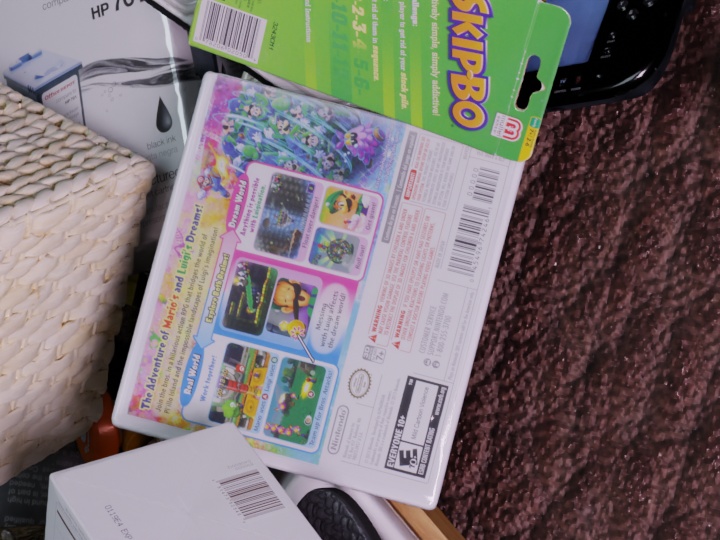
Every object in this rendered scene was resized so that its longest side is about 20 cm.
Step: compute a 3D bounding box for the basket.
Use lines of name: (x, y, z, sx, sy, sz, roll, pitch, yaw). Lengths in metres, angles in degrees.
basket: (-0.242, 0.010, 1.453, 0.160, 0.200, 0.199, 24, 116, 21)

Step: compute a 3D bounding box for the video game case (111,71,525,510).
video game case: (-0.022, 0.010, 1.420, 0.181, 0.024, 0.201, 15, 85, 3)

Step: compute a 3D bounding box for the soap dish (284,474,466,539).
soap dish: (0.014, 0.206, 1.439, 0.200, 0.081, 0.158, 48, 112, 37)

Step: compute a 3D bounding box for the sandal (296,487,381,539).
sandal: (0.021, 0.204, 1.358, 0.075, 0.045, 0.200, -41, 72, 36)

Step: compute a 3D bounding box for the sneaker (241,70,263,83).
sneaker: (-0.010, -0.143, 1.524, 0.075, 0.085, 0.201, 26, 86, 5)

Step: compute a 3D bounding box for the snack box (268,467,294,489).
snack box: (-0.076, 0.171, 1.563, 0.072, 0.024, 0.200, 48, 112, 38)

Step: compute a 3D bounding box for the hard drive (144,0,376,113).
hard drive: (-0.043, -0.181, 1.469, 0.200, 0.038, 0.140, 36, 87, 7)

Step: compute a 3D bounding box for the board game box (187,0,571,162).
board game box: (0.011, -0.133, 1.400, 0.199, 0.030, 0.096, 22, 121, 11)

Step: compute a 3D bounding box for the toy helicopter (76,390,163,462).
toy helicopter: (-0.102, 0.099, 1.514, 0.200, 0.079, 0.133, 122, 136, -60)

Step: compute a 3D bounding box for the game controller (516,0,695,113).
game controller: (0.094, -0.127, 1.447, 0.200, 0.042, 0.105, -7, 43, 41)

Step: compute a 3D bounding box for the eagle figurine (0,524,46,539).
eagle figurine: (-0.183, 0.246, 1.538, 0.151, 0.151, 0.201, -4, 88, 35)

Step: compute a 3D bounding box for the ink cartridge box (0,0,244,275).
ink cartridge box: (-0.140, -0.105, 1.554, 0.146, 0.086, 0.201, -17, 81, 33)

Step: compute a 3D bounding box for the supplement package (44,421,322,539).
supplement package: (-0.098, 0.199, 1.374, 0.114, 0.109, 0.201, 50, 143, 39)

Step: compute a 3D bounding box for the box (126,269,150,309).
box: (-0.149, -0.019, 1.650, 0.200, 0.050, 0.076, 19, 94, 42)

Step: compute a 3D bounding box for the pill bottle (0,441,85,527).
pill bottle: (-0.224, 0.130, 1.643, 0.114, 0.114, 0.201, 1, 82, 42)
